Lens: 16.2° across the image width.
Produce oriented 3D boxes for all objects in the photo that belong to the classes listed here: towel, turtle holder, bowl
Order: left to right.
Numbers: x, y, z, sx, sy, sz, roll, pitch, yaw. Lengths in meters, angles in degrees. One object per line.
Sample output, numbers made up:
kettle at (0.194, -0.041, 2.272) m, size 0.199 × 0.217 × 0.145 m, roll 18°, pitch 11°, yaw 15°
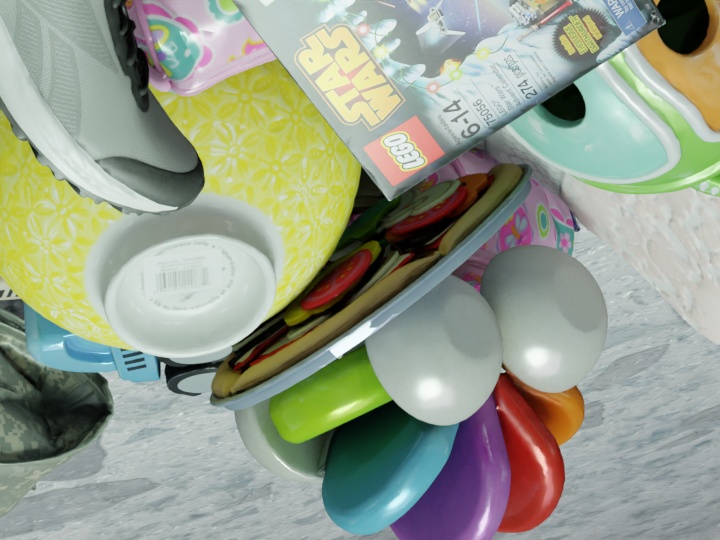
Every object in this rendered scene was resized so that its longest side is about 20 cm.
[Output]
bowl at (-0.087, -0.025, 1.176) m, size 0.198 × 0.108 × 0.201 m, roll -8°, pitch 136°, yaw -8°
turtle holder at (0.108, -0.121, 1.168) m, size 0.141 × 0.185 × 0.131 m, roll -51°, pitch 150°, yaw 10°
towel at (0.141, -0.050, 1.335) m, size 0.032 × 0.191 × 0.200 m, roll -47°, pitch 167°, yaw -13°

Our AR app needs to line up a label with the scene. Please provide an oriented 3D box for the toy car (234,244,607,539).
toy car at (0.043, 0.083, 1.380) m, size 0.199 × 0.151 × 0.175 m, roll -12°, pitch 169°, yaw -45°

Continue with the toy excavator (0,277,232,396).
toy excavator at (-0.167, 0.007, 1.376) m, size 0.198 × 0.101 × 0.195 m, roll -8°, pitch 161°, yaw -2°

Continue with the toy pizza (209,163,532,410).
toy pizza at (0.000, 0.000, 1.270) m, size 0.200 × 0.032 × 0.200 m, roll -36°, pitch -173°, yaw 5°

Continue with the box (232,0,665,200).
box at (0.015, -0.133, 0.980) m, size 0.136 × 0.040 × 0.200 m, roll -32°, pitch 130°, yaw 10°

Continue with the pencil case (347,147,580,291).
pencil case at (0.063, -0.026, 1.483) m, size 0.087 × 0.088 × 0.200 m, roll -23°, pitch 163°, yaw 19°

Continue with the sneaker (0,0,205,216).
sneaker at (-0.113, -0.102, 0.969) m, size 0.079 × 0.074 × 0.201 m, roll -29°, pitch 121°, yaw 10°

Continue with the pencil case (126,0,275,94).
pencil case at (-0.003, -0.134, 1.060) m, size 0.198 × 0.088 × 0.088 m, roll -14°, pitch 163°, yaw -6°

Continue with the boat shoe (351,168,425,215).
boat shoe at (-0.052, -0.049, 1.325) m, size 0.199 × 0.072 × 0.067 m, roll -2°, pitch 156°, yaw -48°

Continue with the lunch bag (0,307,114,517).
lunch bag at (-0.263, 0.098, 1.505) m, size 0.199 × 0.118 × 0.164 m, roll 0°, pitch 155°, yaw -33°
